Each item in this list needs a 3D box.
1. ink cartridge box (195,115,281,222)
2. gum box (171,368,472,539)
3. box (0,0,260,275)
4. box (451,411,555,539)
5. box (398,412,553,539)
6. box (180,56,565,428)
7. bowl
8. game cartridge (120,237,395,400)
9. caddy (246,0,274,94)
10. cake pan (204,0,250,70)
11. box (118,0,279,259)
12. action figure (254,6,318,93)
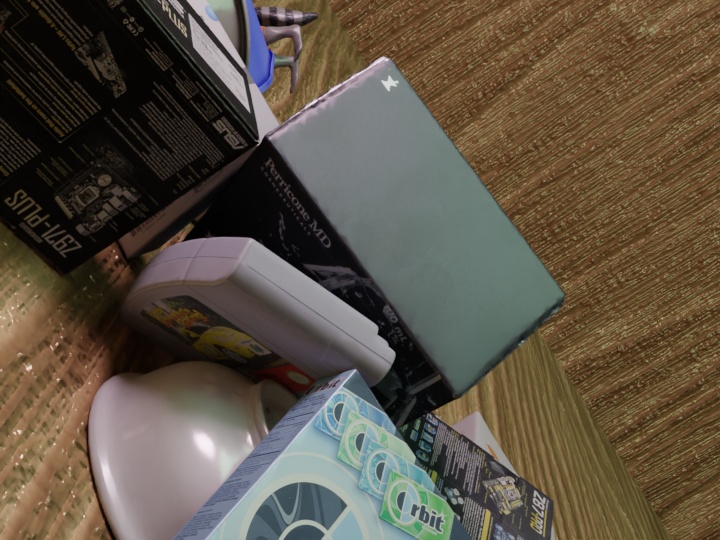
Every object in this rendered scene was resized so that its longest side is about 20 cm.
[{"bbox_3d":[-0.113,-0.099,1.163,0.165,0.075,0.202,46,18,-50],"label":"ink cartridge box"},{"bbox_3d":[-0.022,0.184,0.639,0.171,0.044,0.200,55,51,-13],"label":"gum box"},{"bbox_3d":[-0.184,-0.123,0.717,0.200,0.163,0.087,48,15,-37],"label":"box"},{"bbox_3d":[0.105,0.251,1.107,0.153,0.106,0.200,56,12,-7],"label":"box"},{"bbox_3d":[0.063,0.190,0.862,0.160,0.049,0.200,33,24,-3],"label":"box"},{"bbox_3d":[0.000,0.000,0.813,0.201,0.124,0.196,53,-33,1],"label":"box"},{"bbox_3d":[-0.070,0.132,0.729,0.202,0.090,0.202,55,12,-17],"label":"bowl"},{"bbox_3d":[-0.078,0.035,0.746,0.133,0.041,0.199,39,-25,-17],"label":"game cartridge"},{"bbox_3d":[-0.149,-0.179,1.037,0.201,0.139,0.106,-94,167,-65],"label":"caddy"},{"bbox_3d":[-0.170,-0.183,0.903,0.037,0.200,0.202,-23,81,-51],"label":"cake pan"},{"bbox_3d":[-0.161,-0.134,0.854,0.201,0.155,0.041,58,32,4],"label":"box"},{"bbox_3d":[-0.150,-0.257,1.256,0.191,0.106,0.200,22,3,-2],"label":"action figure"}]
